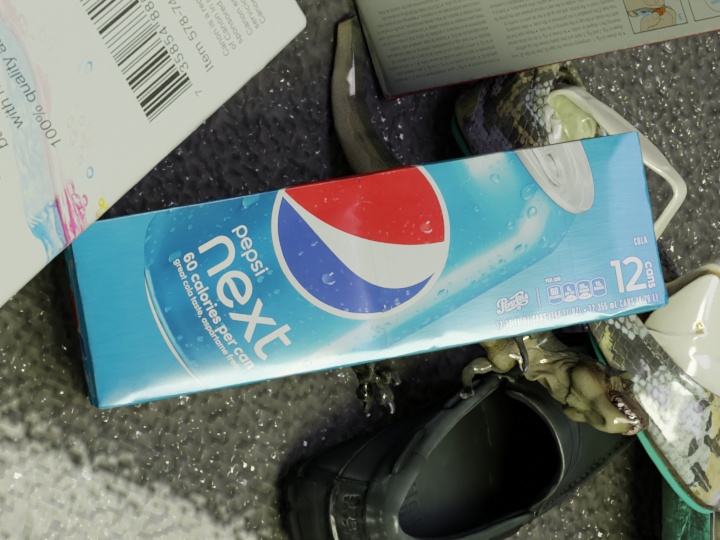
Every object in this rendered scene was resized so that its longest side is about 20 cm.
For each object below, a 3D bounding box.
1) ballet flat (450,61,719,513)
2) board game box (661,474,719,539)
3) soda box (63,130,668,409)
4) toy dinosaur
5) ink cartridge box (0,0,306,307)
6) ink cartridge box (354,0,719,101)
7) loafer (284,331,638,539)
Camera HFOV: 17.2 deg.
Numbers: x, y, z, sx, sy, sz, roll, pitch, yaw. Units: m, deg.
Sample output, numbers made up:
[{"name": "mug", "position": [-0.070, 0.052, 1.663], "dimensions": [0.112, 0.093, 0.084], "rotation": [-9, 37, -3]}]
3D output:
[{"name": "ballet flat", "position": [0.111, 0.000, 0.942], "dimensions": [0.072, 0.072, 0.201], "rotation": [-26, 81, -40]}, {"name": "board game box", "position": [0.193, 0.111, 1.056], "dimensions": [0.199, 0.028, 0.136], "rotation": [9, 80, -53]}, {"name": "soda box", "position": [0.000, 0.000, 0.824], "dimensions": [0.199, 0.068, 0.065], "rotation": [-10, 89, -9]}, {"name": "toy dinosaur", "position": [0.022, -0.001, 0.897], "dimensions": [0.088, 0.047, 0.200], "rotation": [-28, 76, -37]}, {"name": "ink cartridge box", "position": [-0.150, -0.070, 0.708], "dimensions": [0.200, 0.144, 0.146], "rotation": [-45, 116, -35]}, {"name": "ink cartridge box", "position": [0.120, -0.144, 0.920], "dimensions": [0.175, 0.199, 0.084], "rotation": [-29, 104, -39]}, {"name": "loafer", "position": [0.059, 0.072, 0.933], "dimensions": [0.200, 0.070, 0.069], "rotation": [-21, 101, -42]}]
